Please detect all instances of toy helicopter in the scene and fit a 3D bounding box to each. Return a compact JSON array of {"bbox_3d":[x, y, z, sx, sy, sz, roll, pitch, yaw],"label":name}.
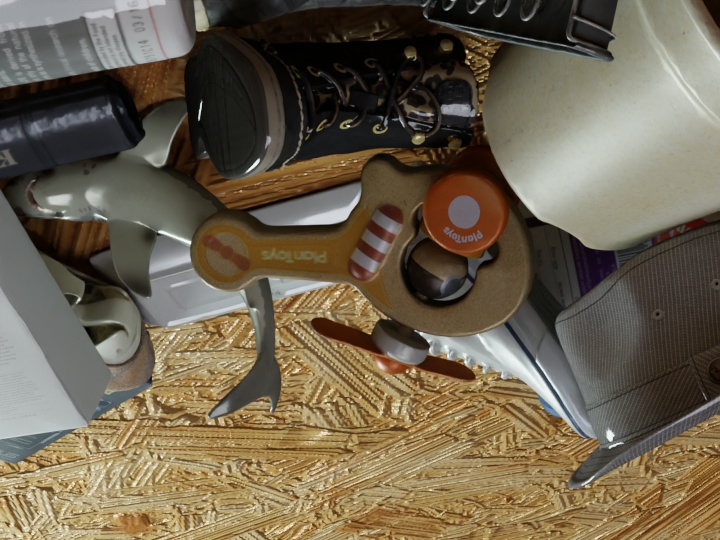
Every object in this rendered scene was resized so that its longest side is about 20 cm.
[{"bbox_3d":[0.000,0.000,0.951,0.198,0.134,0.079,1,-165,12],"label":"toy helicopter"}]

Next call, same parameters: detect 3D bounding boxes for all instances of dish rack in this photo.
[{"bbox_3d":[0.008,-0.152,0.737,0.198,0.055,0.153,17,-176,-24],"label":"dish rack"}]

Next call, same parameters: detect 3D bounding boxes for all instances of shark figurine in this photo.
[{"bbox_3d":[-0.100,-0.018,1.019,0.128,0.214,0.090,-46,-177,8],"label":"shark figurine"}]

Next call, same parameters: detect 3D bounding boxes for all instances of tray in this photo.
[{"bbox_3d":[-0.072,-0.003,1.130,0.198,0.022,0.108,-15,151,10],"label":"tray"}]

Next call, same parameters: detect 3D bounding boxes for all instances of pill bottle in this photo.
[{"bbox_3d":[-0.182,-0.139,0.764,0.198,0.115,0.114,-10,151,0],"label":"pill bottle"},{"bbox_3d":[0.114,-0.003,1.090,0.198,0.112,0.112,-11,151,5],"label":"pill bottle"}]

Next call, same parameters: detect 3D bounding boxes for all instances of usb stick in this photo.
[{"bbox_3d":[-0.223,-0.070,0.958,0.198,0.033,0.056,-13,151,7],"label":"usb stick"}]

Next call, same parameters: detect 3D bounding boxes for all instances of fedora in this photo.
[{"bbox_3d":[0.176,0.028,0.906,0.199,0.091,0.177,-32,176,24],"label":"fedora"}]

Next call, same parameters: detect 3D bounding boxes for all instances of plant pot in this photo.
[{"bbox_3d":[0.165,-0.107,0.851,0.199,0.203,0.183,11,152,-31],"label":"plant pot"}]

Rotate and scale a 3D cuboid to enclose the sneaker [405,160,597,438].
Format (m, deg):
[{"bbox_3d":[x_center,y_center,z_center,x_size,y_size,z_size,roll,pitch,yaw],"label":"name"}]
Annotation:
[{"bbox_3d":[0.075,0.029,1.012,0.071,0.200,0.073,-41,175,18],"label":"sneaker"}]

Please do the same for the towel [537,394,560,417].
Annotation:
[{"bbox_3d":[0.187,0.050,1.270,0.110,0.049,0.201,-10,151,1],"label":"towel"}]

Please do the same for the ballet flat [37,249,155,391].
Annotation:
[{"bbox_3d":[-0.191,0.026,1.085,0.067,0.069,0.199,-16,149,37],"label":"ballet flat"}]

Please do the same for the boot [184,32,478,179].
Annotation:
[{"bbox_3d":[-0.010,-0.090,0.882,0.149,0.074,0.200,-6,-177,-13],"label":"boot"}]

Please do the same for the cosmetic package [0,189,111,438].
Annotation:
[{"bbox_3d":[-0.273,0.037,1.020,0.198,0.052,0.152,-9,127,23],"label":"cosmetic package"}]

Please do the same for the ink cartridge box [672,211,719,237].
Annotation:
[{"bbox_3d":[0.244,-0.044,0.993,0.108,0.050,0.202,-14,126,-37],"label":"ink cartridge box"}]

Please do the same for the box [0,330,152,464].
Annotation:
[{"bbox_3d":[-0.268,0.063,1.161,0.157,0.051,0.199,-29,144,32],"label":"box"}]

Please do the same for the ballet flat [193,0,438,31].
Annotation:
[{"bbox_3d":[-0.008,-0.140,0.854,0.198,0.067,0.057,-8,115,-7],"label":"ballet flat"}]
